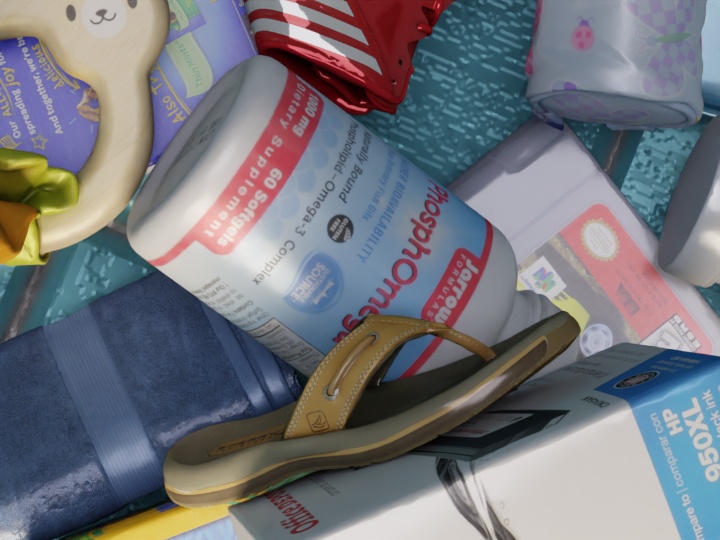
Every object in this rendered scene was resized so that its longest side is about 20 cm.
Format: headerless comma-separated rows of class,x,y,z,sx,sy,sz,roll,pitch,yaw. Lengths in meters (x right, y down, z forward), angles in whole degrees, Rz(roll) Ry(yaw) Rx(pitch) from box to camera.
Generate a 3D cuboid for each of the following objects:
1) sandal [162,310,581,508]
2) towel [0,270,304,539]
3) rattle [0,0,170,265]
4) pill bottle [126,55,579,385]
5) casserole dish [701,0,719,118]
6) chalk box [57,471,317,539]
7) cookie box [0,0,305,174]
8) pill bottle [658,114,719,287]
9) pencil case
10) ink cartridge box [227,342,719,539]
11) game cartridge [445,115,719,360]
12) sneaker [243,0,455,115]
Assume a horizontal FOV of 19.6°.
sandal,-0.004,0.049,0.889,0.199,0.080,0.054,-18,98,23
towel,-0.129,0.071,1.002,0.199,0.049,0.112,-24,49,-6
rattle,-0.140,-0.102,0.916,0.130,0.143,0.201,38,94,16
pill bottle,0.000,0.000,0.957,0.199,0.109,0.109,36,86,-15
casserole dish,0.214,-0.127,1.052,0.198,0.039,0.122,15,86,-2
chalk box,-0.083,0.169,0.983,0.198,0.124,0.125,-19,88,-4
cookie box,-0.148,-0.121,1.020,0.199,0.075,0.172,-23,90,-4
pill bottle,0.250,-0.002,1.005,0.199,0.112,0.113,21,86,-4
pencil case,0.131,-0.166,0.989,0.083,0.090,0.202,3,86,38
ink cartridge box,0.056,0.106,0.860,0.199,0.145,0.085,-22,94,-10
game cartridge,0.104,0.036,1.042,0.133,0.041,0.200,-39,89,0
sneaker,0.028,-0.132,1.009,0.198,0.078,0.117,-6,87,-24
